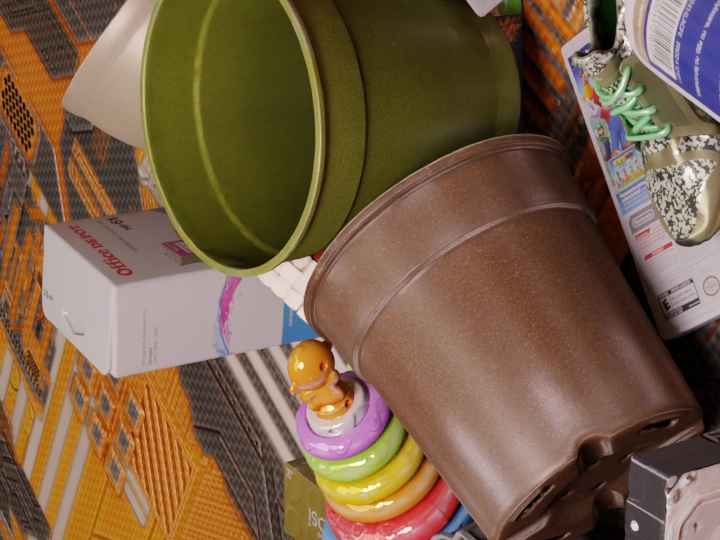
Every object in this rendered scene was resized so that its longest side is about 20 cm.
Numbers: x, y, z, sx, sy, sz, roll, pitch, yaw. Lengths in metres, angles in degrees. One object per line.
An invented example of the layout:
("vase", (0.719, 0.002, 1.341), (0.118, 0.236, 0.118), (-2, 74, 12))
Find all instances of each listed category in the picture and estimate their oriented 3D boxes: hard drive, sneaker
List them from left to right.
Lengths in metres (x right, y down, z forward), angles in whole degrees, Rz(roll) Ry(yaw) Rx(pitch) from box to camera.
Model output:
("sneaker", (0.156, -0.109, 1.049), (0.077, 0.089, 0.200), (-13, 89, 59))
("hard drive", (0.210, 0.186, 1.044), (0.038, 0.140, 0.200), (27, 121, 52))

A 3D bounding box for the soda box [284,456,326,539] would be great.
("soda box", (0.015, 0.212, 1.450), (0.200, 0.064, 0.068), (31, 126, 52))

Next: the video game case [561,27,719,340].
("video game case", (0.195, -0.072, 1.102), (0.143, 0.018, 0.200), (-35, 70, 58))

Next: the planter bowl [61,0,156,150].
("planter bowl", (-0.109, -0.161, 1.374), (0.135, 0.200, 0.200), (37, 144, -4))

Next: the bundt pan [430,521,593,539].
("bundt pan", (0.132, 0.239, 1.216), (0.202, 0.076, 0.202), (42, 150, 30))

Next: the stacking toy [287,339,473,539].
("stacking toy", (-0.002, 0.113, 1.260), (0.110, 0.116, 0.200), (20, 154, 42))

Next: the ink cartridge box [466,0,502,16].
("ink cartridge box", (0.059, -0.271, 1.160), (0.200, 0.115, 0.068), (56, -173, 34))

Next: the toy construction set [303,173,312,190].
("toy construction set", (-0.019, -0.056, 1.349), (0.131, 0.092, 0.200), (42, 178, -6))

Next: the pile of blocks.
("pile of blocks", (0.000, 0.000, 1.263), (0.062, 0.200, 0.082), (-49, 60, 12))

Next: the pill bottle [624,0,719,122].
("pill bottle", (0.235, -0.106, 0.928), (0.200, 0.116, 0.116), (47, 137, 41))

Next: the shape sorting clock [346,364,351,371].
("shape sorting clock", (0.047, 0.095, 1.383), (0.200, 0.039, 0.200), (27, 122, 53))

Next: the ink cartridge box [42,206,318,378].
("ink cartridge box", (-0.145, 0.009, 1.516), (0.145, 0.200, 0.085), (33, 128, 50))

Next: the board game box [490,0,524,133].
("board game box", (0.044, -0.141, 1.314), (0.200, 0.034, 0.136), (19, 115, 56))

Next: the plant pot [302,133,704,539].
("plant pot", (0.096, 0.056, 1.139), (0.198, 0.200, 0.200), (58, 144, 26))

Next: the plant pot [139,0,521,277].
("plant pot", (-0.008, -0.109, 1.178), (0.200, 0.193, 0.201), (17, 112, 51))
